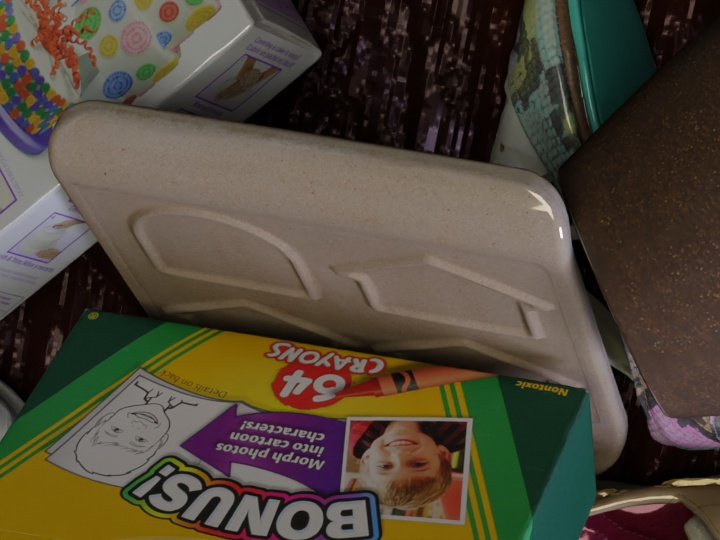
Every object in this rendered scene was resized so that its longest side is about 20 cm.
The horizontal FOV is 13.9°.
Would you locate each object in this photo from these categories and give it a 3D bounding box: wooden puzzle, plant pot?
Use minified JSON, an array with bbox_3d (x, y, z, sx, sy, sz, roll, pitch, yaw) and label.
[{"bbox_3d":[0.000,0.000,1.062,0.184,0.200,0.047,10,64,16],"label":"wooden puzzle"},{"bbox_3d":[0.174,-0.033,0.988,0.199,0.187,0.188,-24,96,9],"label":"plant pot"}]

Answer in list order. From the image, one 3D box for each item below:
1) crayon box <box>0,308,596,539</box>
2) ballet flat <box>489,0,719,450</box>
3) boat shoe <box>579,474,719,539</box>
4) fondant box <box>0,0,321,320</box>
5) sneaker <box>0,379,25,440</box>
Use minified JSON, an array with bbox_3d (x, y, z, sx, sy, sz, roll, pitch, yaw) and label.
[{"bbox_3d":[-0.038,0.100,1.024,0.199,0.173,0.059,8,131,19],"label":"crayon box"},{"bbox_3d":[0.090,-0.023,1.090,0.071,0.069,0.201,-20,98,35],"label":"ballet flat"},{"bbox_3d":[0.134,0.111,1.102,0.199,0.066,0.075,-6,100,13],"label":"boat shoe"},{"bbox_3d":[-0.131,-0.079,1.095,0.200,0.058,0.145,-38,65,18],"label":"fondant box"},{"bbox_3d":[-0.196,0.047,1.143,0.075,0.100,0.200,-39,93,16],"label":"sneaker"}]
